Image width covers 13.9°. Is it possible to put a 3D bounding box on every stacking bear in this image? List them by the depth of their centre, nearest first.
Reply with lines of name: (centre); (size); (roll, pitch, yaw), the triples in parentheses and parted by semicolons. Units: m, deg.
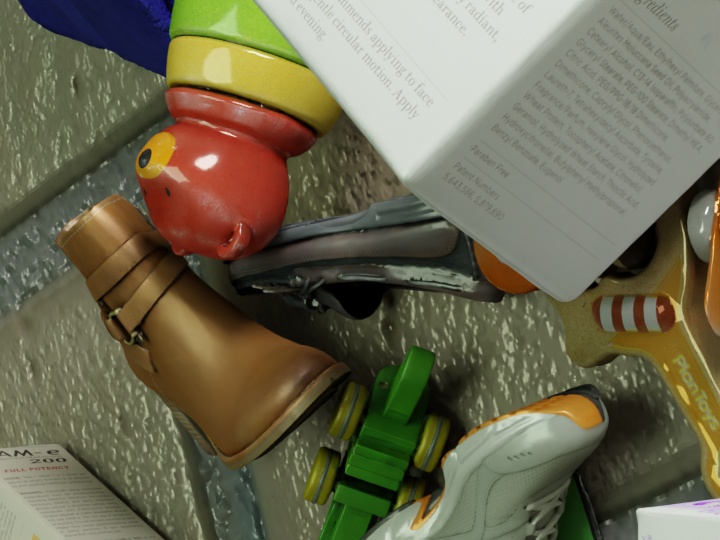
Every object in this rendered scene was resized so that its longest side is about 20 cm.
stacking bear: (-0.057, -0.103, 1.536); (0.121, 0.113, 0.201); (8, 79, 54)

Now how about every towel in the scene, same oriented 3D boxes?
towel: (-0.155, -0.177, 1.695); (0.200, 0.148, 0.050); (25, 72, 47)

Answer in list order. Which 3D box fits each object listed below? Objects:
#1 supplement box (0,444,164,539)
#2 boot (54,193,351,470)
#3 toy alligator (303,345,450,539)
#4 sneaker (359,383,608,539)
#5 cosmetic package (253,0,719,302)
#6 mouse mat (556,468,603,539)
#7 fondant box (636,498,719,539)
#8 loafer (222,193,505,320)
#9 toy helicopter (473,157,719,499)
supplement box: (-0.169, 0.204, 1.752); (0.200, 0.073, 0.126); (37, 119, 43)
boot: (-0.089, 0.022, 1.584); (0.156, 0.077, 0.200); (55, 167, -9)
toy alligator: (0.001, 0.117, 1.567); (0.054, 0.059, 0.201); (-76, 6, -64)
sneaker: (0.076, 0.131, 1.458); (0.092, 0.076, 0.200); (60, 142, 17)
cosmetic package: (0.084, -0.129, 1.317); (0.200, 0.165, 0.165); (-44, 55, 9)
mouse mat: (0.070, 0.203, 1.519); (0.200, 0.008, 0.162); (-33, 66, 46)
fondant box: (0.232, 0.124, 1.215); (0.200, 0.144, 0.059); (-2, 90, 50)
loafer: (0.000, 0.000, 1.550); (0.200, 0.072, 0.063); (-14, 85, 46)
toy helicopter: (0.152, 0.019, 1.381); (0.132, 0.079, 0.200); (-38, 73, 35)
